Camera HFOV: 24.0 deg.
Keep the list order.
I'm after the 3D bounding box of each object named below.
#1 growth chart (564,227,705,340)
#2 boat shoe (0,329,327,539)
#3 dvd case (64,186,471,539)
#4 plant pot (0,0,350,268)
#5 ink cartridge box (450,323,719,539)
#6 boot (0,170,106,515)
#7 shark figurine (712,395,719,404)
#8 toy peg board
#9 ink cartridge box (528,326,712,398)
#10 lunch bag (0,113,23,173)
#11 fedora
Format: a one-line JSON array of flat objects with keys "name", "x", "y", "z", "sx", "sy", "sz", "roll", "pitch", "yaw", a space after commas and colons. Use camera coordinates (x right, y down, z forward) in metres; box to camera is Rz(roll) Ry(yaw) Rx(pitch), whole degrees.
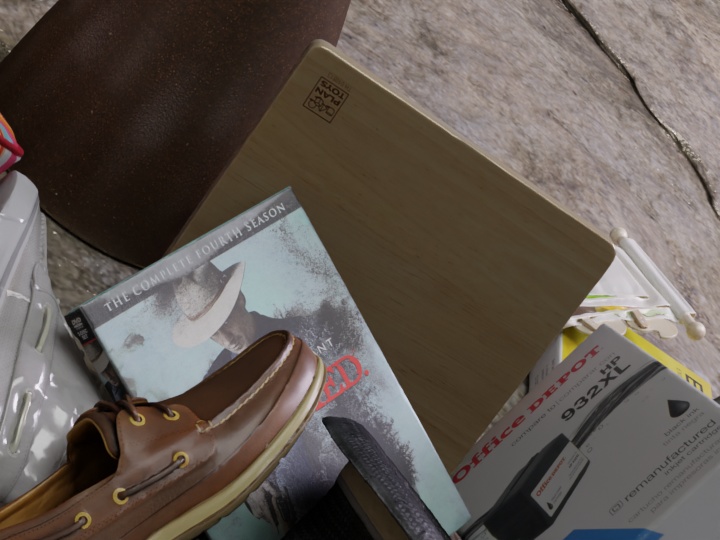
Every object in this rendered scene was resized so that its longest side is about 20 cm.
[{"name": "growth chart", "x": 0.138, "y": 0.002, "z": 1.198, "sx": 0.199, "sy": 0.018, "sz": 0.145, "roll": 5, "pitch": 36, "yaw": -21}, {"name": "boat shoe", "x": -0.094, "y": 0.086, "z": 0.745, "sx": 0.200, "sy": 0.072, "sz": 0.068, "roll": -42, "pitch": 107, "yaw": -29}, {"name": "dvd case", "x": -0.041, "y": 0.076, "z": 0.843, "sx": 0.146, "sy": 0.022, "sz": 0.201, "roll": -31, "pitch": 94, "yaw": -37}, {"name": "plant pot", "x": -0.092, "y": -0.132, "z": 0.995, "sx": 0.186, "sy": 0.200, "sz": 0.187, "roll": 29, "pitch": 32, "yaw": -20}, {"name": "ink cartridge box", "x": 0.134, "y": 0.126, "z": 0.884, "sx": 0.084, "sy": 0.145, "sz": 0.200, "roll": 47, "pitch": 0, "yaw": -18}, {"name": "boot", "x": -0.167, "y": 0.041, "z": 0.824, "sx": 0.095, "sy": 0.073, "sz": 0.200, "roll": 39, "pitch": 33, "yaw": -24}, {"name": "shark figurine", "x": 0.242, "y": 0.092, "z": 1.048, "sx": 0.128, "sy": 0.090, "sz": 0.214, "roll": 27, "pitch": -4, "yaw": -3}, {"name": "toy peg board", "x": 0.000, "y": 0.000, "z": 0.949, "sx": 0.200, "sy": 0.200, "sz": 0.098, "roll": 33, "pitch": 13, "yaw": -12}, {"name": "ink cartridge box", "x": 0.203, "y": 0.123, "z": 1.159, "sx": 0.199, "sy": 0.047, "sz": 0.198, "roll": 31, "pitch": 29, "yaw": -13}, {"name": "lunch bag", "x": -0.266, "y": -0.117, "z": 0.826, "sx": 0.200, "sy": 0.082, "sz": 0.176, "roll": 47, "pitch": -1, "yaw": 15}, {"name": "fedora", "x": 0.018, "y": 0.167, "z": 0.769, "sx": 0.201, "sy": 0.091, "sz": 0.201, "roll": 52, "pitch": -2, "yaw": 3}]
